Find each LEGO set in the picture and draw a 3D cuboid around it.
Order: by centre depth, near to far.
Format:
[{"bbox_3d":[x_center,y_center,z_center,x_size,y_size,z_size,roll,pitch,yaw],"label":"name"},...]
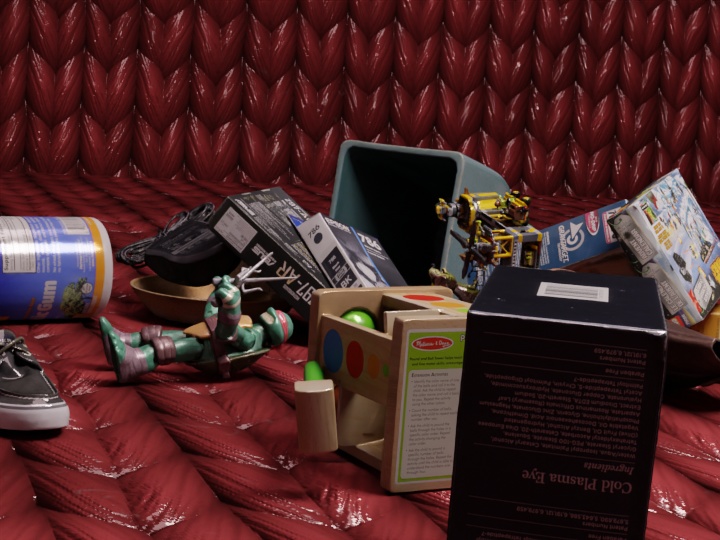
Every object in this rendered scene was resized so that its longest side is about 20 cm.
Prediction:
[{"bbox_3d":[0.099,0.018,1.461,0.115,0.201,0.154,-5,29,-23],"label":"LEGO set"}]

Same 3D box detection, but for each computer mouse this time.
[{"bbox_3d":[-0.188,-0.020,1.689,0.138,0.053,0.200,-30,21,-21],"label":"computer mouse"}]

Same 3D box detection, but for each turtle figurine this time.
[{"bbox_3d":[-0.137,0.051,1.362,0.199,0.101,0.150,-14,-2,-16],"label":"turtle figurine"}]

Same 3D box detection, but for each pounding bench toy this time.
[{"bbox_3d":[0.009,0.084,1.105,0.199,0.125,0.156,-1,9,-30],"label":"pounding bench toy"}]

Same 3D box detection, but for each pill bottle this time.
[{"bbox_3d":[-0.374,-0.002,1.565,0.199,0.113,0.112,-2,10,-31],"label":"pill bottle"}]

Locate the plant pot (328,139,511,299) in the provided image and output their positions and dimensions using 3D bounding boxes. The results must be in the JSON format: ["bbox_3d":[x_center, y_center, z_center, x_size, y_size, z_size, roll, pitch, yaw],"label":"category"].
[{"bbox_3d":[0.093,-0.051,1.911,0.196,0.197,0.200,10,2,37],"label":"plant pot"}]

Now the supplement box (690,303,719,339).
[{"bbox_3d":[0.335,0.068,1.601,0.199,0.069,0.067,5,7,-6],"label":"supplement box"}]

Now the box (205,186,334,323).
[{"bbox_3d":[-0.058,-0.007,1.614,0.200,0.044,0.160,43,16,8],"label":"box"}]

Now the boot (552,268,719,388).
[{"bbox_3d":[0.276,0.056,1.408,0.200,0.073,0.166,31,-15,-31],"label":"boot"}]

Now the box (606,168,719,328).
[{"bbox_3d":[0.334,-0.024,1.560,0.040,0.137,0.200,-31,-1,28],"label":"box"}]

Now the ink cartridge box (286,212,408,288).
[{"bbox_3d":[0.000,0.000,1.582,0.099,0.039,0.200,23,24,-44],"label":"ink cartridge box"}]

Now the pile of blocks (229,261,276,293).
[{"bbox_3d":[-0.117,-0.018,1.729,0.082,0.063,0.200,0,9,-29],"label":"pile of blocks"}]

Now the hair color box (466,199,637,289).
[{"bbox_3d":[0.226,0.001,1.630,0.199,0.061,0.100,-21,-38,25],"label":"hair color box"}]

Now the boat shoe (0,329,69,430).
[{"bbox_3d":[-0.292,0.079,1.187,0.070,0.067,0.200,-1,9,-33],"label":"boat shoe"}]

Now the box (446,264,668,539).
[{"bbox_3d":[0.110,0.101,0.827,0.104,0.183,0.200,5,7,9],"label":"box"}]

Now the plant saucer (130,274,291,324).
[{"bbox_3d":[-0.164,0.035,1.679,0.199,0.036,0.200,4,7,-1],"label":"plant saucer"}]
